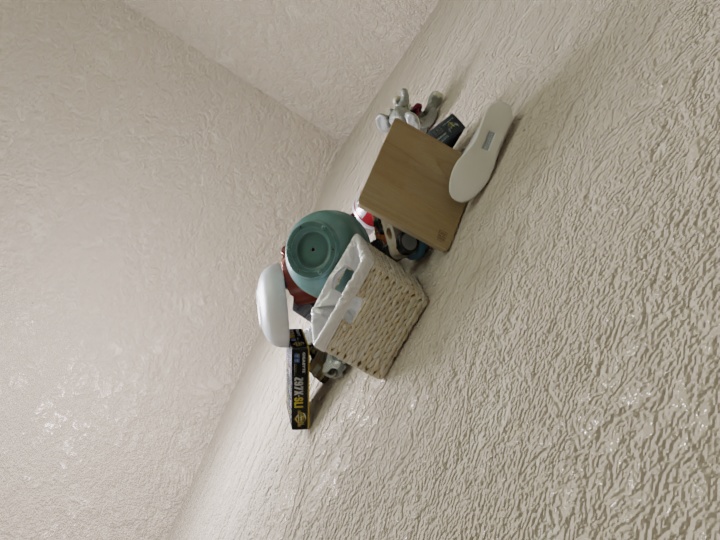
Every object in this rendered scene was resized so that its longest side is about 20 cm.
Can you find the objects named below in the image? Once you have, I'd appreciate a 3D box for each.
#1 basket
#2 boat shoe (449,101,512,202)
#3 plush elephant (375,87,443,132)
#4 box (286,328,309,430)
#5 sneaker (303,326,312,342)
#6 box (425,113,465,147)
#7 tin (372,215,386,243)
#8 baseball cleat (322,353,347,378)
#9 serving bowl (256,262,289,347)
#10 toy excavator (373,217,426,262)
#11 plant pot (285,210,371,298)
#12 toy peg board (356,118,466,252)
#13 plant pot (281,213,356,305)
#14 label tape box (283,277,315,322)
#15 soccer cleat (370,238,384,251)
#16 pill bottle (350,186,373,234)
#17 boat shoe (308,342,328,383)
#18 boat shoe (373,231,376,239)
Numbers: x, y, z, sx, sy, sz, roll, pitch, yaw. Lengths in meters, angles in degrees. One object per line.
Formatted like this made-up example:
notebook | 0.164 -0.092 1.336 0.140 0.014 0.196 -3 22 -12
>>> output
basket | 0.013 0.068 1.257 0.201 0.158 0.200 -59 12 10
boat shoe | 0.227 -0.221 1.226 0.068 0.070 0.205 31 -100 -80
plush elephant | 0.135 -0.456 1.887 0.154 0.160 0.206 28 -108 -62
box | -0.156 0.265 1.585 0.160 0.048 0.207 -134 44 -76
sneaker | -0.124 0.179 1.806 0.204 0.079 0.070 -66 11 -24
box | 0.138 -0.248 1.462 0.199 0.051 0.158 -41 -9 -25
tin | 0.079 -0.144 1.558 0.111 0.041 0.205 -35 51 41
baseball cleat | -0.067 0.194 1.539 0.109 0.069 0.200 -62 12 -1
serving bowl | -0.216 0.088 1.558 0.200 0.064 0.207 173 90 -78
toy excavator | 0.130 -0.129 1.378 0.100 0.195 0.200 -31 73 64
plant pot | -0.086 -0.039 1.402 0.204 0.198 0.134 -60 -18 6
toy peg board | 0.107 -0.156 1.281 0.203 0.196 0.098 -66 5 -20
plant pot | -0.082 -0.013 1.560 0.189 0.206 0.202 -15 24 8
label tape box | -0.119 0.058 1.701 0.066 0.197 0.145 -44 19 42
soccer cleat | 0.062 0.009 1.451 0.067 0.073 0.202 -34 36 12
pill bottle | 0.045 -0.191 1.824 0.201 0.110 0.114 -50 16 45
boat shoe | -0.108 0.208 1.669 0.073 0.075 0.201 -57 13 16
boat shoe | 0.066 -0.096 1.636 0.203 0.061 0.073 -58 11 20
